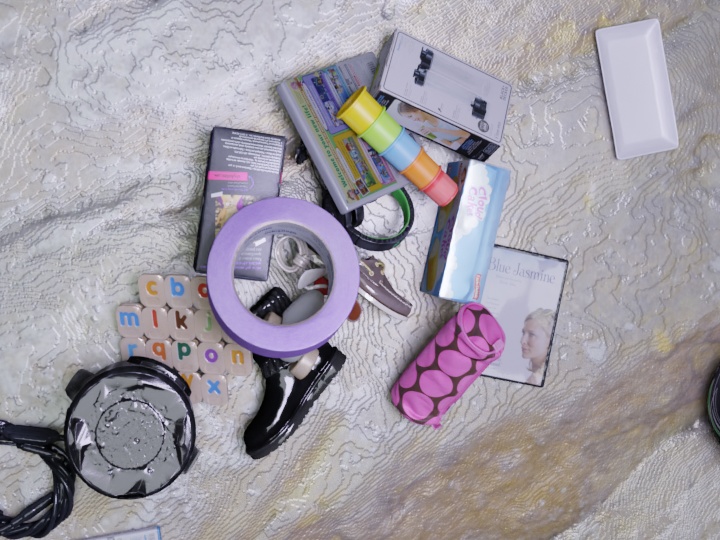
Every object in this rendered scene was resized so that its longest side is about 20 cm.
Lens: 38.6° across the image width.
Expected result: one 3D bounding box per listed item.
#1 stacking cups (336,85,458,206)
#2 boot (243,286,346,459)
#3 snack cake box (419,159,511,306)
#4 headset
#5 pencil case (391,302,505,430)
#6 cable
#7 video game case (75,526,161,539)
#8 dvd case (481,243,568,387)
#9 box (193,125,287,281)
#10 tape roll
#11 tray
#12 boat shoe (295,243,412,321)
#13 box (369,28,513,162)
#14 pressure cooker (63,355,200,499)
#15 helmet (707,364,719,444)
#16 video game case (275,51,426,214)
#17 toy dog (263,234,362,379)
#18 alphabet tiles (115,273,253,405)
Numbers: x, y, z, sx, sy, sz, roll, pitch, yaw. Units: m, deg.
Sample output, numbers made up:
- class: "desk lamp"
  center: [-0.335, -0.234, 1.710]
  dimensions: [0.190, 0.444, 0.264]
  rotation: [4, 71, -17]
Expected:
- class: "stacking cups"
  center: [0.053, -0.166, 1.445]
  dimensions: [0.061, 0.060, 0.200]
  rotation: [-47, 107, -4]
- class: "boot"
  center: [-0.137, 0.147, 1.484]
  dimensions: [0.158, 0.079, 0.212]
  rotation: [42, 76, -15]
- class: "snack cake box"
  center: [0.151, -0.056, 1.505]
  dimensions: [0.066, 0.115, 0.203]
  rotation: [13, 91, -10]
- class: "headset"
  center: [-0.010, -0.116, 1.469]
  dimensions: [0.199, 0.094, 0.124]
  rotation: [34, 56, 2]
- class: "pencil case"
  center: [0.130, 0.140, 1.481]
  dimensions: [0.090, 0.201, 0.094]
  rotation: [-17, 61, -44]
- class: "cable"
  center: [-0.503, 0.297, 1.453]
  dimensions: [0.197, 0.051, 0.166]
  rotation: [7, 97, -12]
- class: "video game case"
  center: [-0.382, 0.459, 1.493]
  dimensions: [0.197, 0.018, 0.145]
  rotation: [-8, 95, -9]
- class: "dvd case"
  center: [0.234, 0.068, 1.575]
  dimensions: [0.141, 0.018, 0.203]
  rotation: [11, 91, -9]
- class: "box"
  center: [-0.171, -0.093, 1.445]
  dimensions: [0.104, 0.122, 0.203]
  rotation: [8, 92, -11]
- class: "tape roll"
  center: [-0.102, 0.010, 1.344]
  dimensions: [0.197, 0.066, 0.203]
  rotation: [2, 77, -8]
- class: "tray"
  center: [0.424, -0.278, 1.587]
  dimensions: [0.106, 0.022, 0.203]
  rotation: [-12, 95, -10]
- class: "boat shoe"
  center: [0.000, 0.000, 1.507]
  dimensions: [0.199, 0.072, 0.060]
  rotation: [35, 90, -4]
- class: "box"
  center: [0.115, -0.251, 1.489]
  dimensions: [0.198, 0.060, 0.118]
  rotation: [22, 62, -14]
- class: "pressure cooker"
  center: [-0.312, 0.208, 1.398]
  dimensions: [0.176, 0.200, 0.179]
  rotation: [-12, 90, -11]
- class: "helmet"
  center: [0.623, 0.209, 1.562]
  dimensions: [0.197, 0.192, 0.202]
  rotation: [-13, 134, -14]
- class: "video game case"
  center: [-0.004, -0.199, 1.462]
  dimensions: [0.181, 0.022, 0.202]
  rotation: [-26, 88, -36]
- class: "toy dog"
  center: [-0.065, 0.051, 1.413]
  dimensions: [0.130, 0.096, 0.203]
  rotation: [15, 88, -18]
- class: "alphabet tiles"
  center: [-0.247, 0.097, 1.449]
  dimensions: [0.197, 0.015, 0.198]
  rotation: [2, 112, 13]
